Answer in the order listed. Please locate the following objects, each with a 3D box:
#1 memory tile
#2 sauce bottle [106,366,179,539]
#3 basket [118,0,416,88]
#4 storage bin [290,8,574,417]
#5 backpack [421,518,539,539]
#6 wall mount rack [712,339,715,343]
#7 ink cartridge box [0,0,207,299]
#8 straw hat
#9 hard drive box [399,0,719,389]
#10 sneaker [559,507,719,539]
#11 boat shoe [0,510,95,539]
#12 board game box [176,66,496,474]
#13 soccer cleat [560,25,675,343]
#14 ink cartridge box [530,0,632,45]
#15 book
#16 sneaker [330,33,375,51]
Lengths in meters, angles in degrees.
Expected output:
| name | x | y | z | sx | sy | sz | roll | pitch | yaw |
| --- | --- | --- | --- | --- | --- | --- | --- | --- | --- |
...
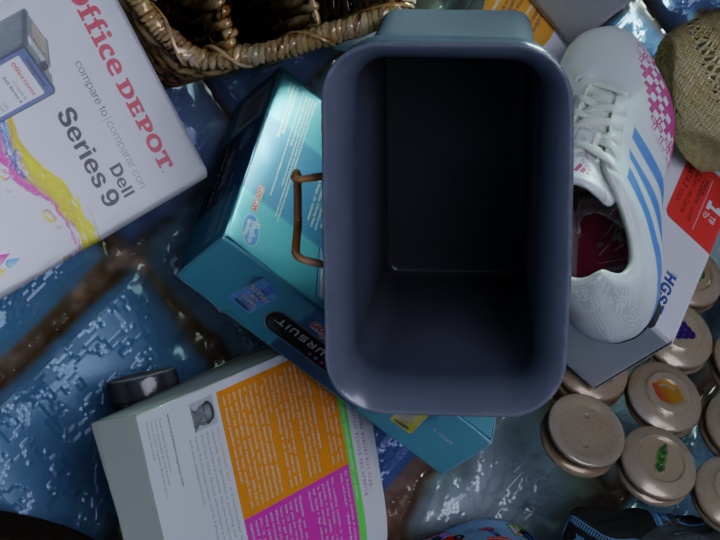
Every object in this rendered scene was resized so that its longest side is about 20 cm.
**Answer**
| name | x | y | z | sx | sy | sz | roll | pitch | yaw |
| --- | --- | --- | --- | --- | --- | --- | --- | --- | --- |
| memory tile | 0.190 | 0.059 | 1.416 | 0.152 | 0.017 | 0.201 | 22 | 51 | -8 |
| sauce bottle | -0.103 | 0.156 | 1.305 | 0.066 | 0.066 | 0.202 | -14 | 91 | -26 |
| basket | -0.080 | -0.211 | 1.287 | 0.142 | 0.149 | 0.202 | -16 | 95 | -26 |
| storage bin | 0.038 | -0.043 | 1.221 | 0.144 | 0.135 | 0.202 | 1 | 112 | 4 |
| backpack | 0.088 | 0.250 | 1.355 | 0.181 | 0.134 | 0.202 | -18 | 92 | -26 |
| wall mount rack | 0.284 | 0.073 | 1.496 | 0.199 | 0.074 | 0.175 | -23 | 100 | -26 |
| ink cartridge box | -0.205 | -0.064 | 1.252 | 0.199 | 0.087 | 0.146 | -31 | 100 | -26 |
| straw hat | 0.216 | -0.107 | 1.365 | 0.084 | 0.201 | 0.203 | -20 | 97 | 1 |
| hard drive box | 0.113 | -0.057 | 1.374 | 0.200 | 0.077 | 0.156 | 40 | 48 | -14 |
| sneaker | 0.191 | 0.173 | 1.419 | 0.200 | 0.082 | 0.074 | 25 | 90 | -60 |
| boat shoe | -0.237 | 0.168 | 1.240 | 0.201 | 0.075 | 0.076 | 8 | 98 | -20 |
| board game box | 0.000 | 0.000 | 1.332 | 0.200 | 0.047 | 0.152 | 38 | 40 | -20 |
| soccer cleat | 0.133 | -0.060 | 1.276 | 0.086 | 0.069 | 0.202 | 44 | 39 | -54 |
| ink cartridge box | 0.186 | -0.242 | 1.382 | 0.084 | 0.144 | 0.200 | 48 | 47 | -6 |
| book | -0.059 | 0.119 | 1.285 | 0.200 | 0.048 | 0.135 | -22 | 100 | -56 |
| sneaker | 0.049 | -0.214 | 1.392 | 0.115 | 0.074 | 0.202 | 18 | 78 | -21 |
